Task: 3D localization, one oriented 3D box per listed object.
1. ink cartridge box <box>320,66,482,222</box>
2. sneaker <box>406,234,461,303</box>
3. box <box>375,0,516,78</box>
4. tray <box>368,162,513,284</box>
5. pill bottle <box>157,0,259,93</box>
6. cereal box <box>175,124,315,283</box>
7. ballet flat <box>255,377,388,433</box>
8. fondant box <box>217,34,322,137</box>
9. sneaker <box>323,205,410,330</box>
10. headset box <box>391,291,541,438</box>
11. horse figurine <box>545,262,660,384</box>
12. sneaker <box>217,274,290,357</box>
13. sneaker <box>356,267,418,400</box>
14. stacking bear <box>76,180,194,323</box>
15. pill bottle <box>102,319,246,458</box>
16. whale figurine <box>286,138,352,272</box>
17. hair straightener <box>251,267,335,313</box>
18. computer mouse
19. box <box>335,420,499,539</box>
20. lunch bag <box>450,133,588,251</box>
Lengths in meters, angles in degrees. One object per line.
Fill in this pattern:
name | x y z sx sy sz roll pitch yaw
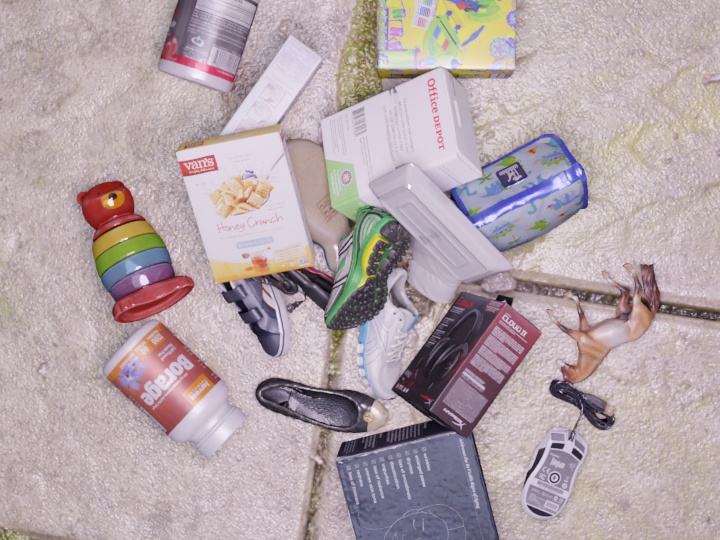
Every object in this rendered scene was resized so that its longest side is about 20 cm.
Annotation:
ink cartridge box | 0.055 -0.170 1.591 0.200 0.084 0.146 -20 63 26
sneaker | 0.079 -0.042 1.661 0.074 0.116 0.200 -16 56 -34
box | 0.119 -0.373 1.614 0.192 0.122 0.200 1 93 3
tray | 0.101 -0.053 1.518 0.200 0.107 0.022 45 60 -15
pill bottle | -0.207 -0.361 1.635 0.111 0.111 0.200 18 94 1
cereal box | -0.152 -0.088 1.558 0.144 0.040 0.200 -11 116 9
ballet flat | -0.058 0.203 1.693 0.200 0.057 0.067 10 95 2
fondant box | -0.131 -0.230 1.622 0.058 0.144 0.200 34 95 -5
sneaker | 0.000 0.000 1.607 0.085 0.078 0.200 50 124 39
headset box | 0.151 0.120 1.612 0.077 0.149 0.200 38 83 -19
horse figurine | 0.358 0.071 1.666 0.200 0.050 0.133 -31 104 -2
sneaker | -0.162 0.033 1.668 0.079 0.078 0.200 -12 85 -31
sneaker | 0.043 0.089 1.658 0.087 0.075 0.200 -3 96 35
stacking bear | -0.338 -0.036 1.666 0.121 0.114 0.200 -23 80 -20
pill bottle | -0.265 0.175 1.673 0.200 0.112 0.112 43 95 -1
whale figurine | -0.077 -0.091 1.658 0.159 0.104 0.200 -46 108 -29
hair straightener | -0.088 0.020 1.649 0.200 0.041 0.077 38 57 -21
computer mouse | 0.289 0.266 1.688 0.110 0.044 0.200 26 92 -12
box | 0.085 0.329 1.662 0.196 0.124 0.200 -14 93 5
lunch bag | 0.219 -0.099 1.589 0.170 0.200 0.128 -28 93 5
